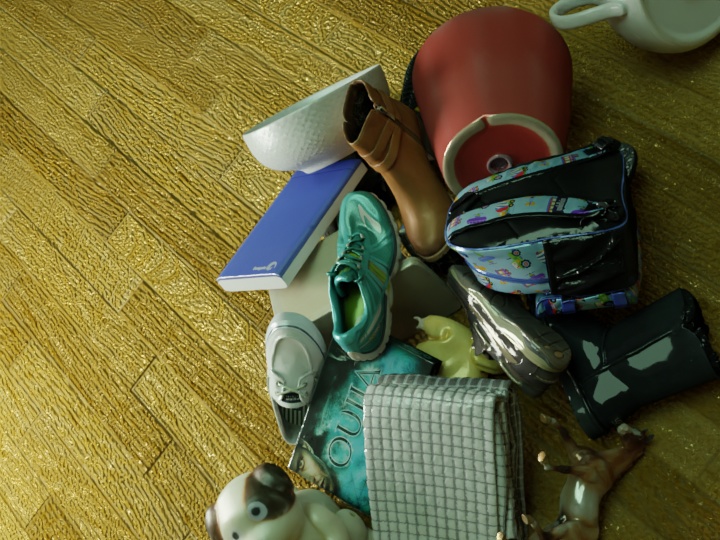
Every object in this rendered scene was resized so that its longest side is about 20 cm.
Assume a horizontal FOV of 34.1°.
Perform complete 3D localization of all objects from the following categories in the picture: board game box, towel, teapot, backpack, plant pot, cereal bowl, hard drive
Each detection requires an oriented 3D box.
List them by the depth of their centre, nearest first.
[{"bbox_3d":[0.197,-0.038,1.273,0.197,0.136,0.183,-10,31,16],"label":"backpack"},{"bbox_3d":[0.095,0.214,1.275,0.164,0.085,0.203,1,105,27],"label":"towel"},{"bbox_3d":[0.002,0.171,1.379,0.134,0.028,0.202,24,102,25],"label":"board game box"},{"bbox_3d":[0.161,-0.180,1.390,0.199,0.201,0.179,-23,40,22],"label":"plant pot"},{"bbox_3d":[0.348,-0.354,1.405,0.146,0.198,0.200,27,100,61],"label":"teapot"},{"bbox_3d":[-0.087,-0.058,1.490,0.131,0.025,0.201,-4,44,48],"label":"hard drive"},{"bbox_3d":[-0.046,-0.183,1.499,0.198,0.084,0.200,-27,10,5],"label":"cereal bowl"}]

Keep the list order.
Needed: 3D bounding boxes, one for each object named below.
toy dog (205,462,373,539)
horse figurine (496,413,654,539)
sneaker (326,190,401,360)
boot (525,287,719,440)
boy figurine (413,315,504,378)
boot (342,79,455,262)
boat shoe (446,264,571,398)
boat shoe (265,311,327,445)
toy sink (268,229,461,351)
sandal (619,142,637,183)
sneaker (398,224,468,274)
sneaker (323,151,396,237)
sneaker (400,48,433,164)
[{"bbox_3d":[-0.079,0.290,1.322,0.139,0.200,0.195,-31,52,16],"label":"toy dog"},{"bbox_3d":[0.216,0.240,1.216,0.050,0.132,0.202,10,79,58],"label":"horse figurine"},{"bbox_3d":[0.000,0.000,1.335,0.077,0.080,0.203,-10,69,25],"label":"sneaker"},{"bbox_3d":[0.286,0.064,1.277,0.167,0.076,0.202,-32,55,18],"label":"boot"},{"bbox_3d":[0.100,0.107,1.382,0.198,0.064,0.126,-25,79,19],"label":"boy figurine"},{"bbox_3d":[0.045,-0.121,1.385,0.076,0.155,0.202,-18,60,29],"label":"boot"},{"bbox_3d":[0.147,0.065,1.290,0.200,0.074,0.074,50,122,47],"label":"boat shoe"},{"bbox_3d":[-0.075,0.136,1.414,0.072,0.201,0.067,1,48,9],"label":"boat shoe"},{"bbox_3d":[0.003,0.021,1.459,0.199,0.130,0.113,-30,52,18],"label":"toy sink"},{"bbox_3d":[0.270,-0.056,1.383,0.075,0.045,0.202,29,98,46],"label":"sandal"},{"bbox_3d":[0.141,-0.056,1.459,0.198,0.079,0.091,-8,43,27],"label":"sneaker"},{"bbox_3d":[-0.002,-0.139,1.587,0.113,0.076,0.202,-18,60,23],"label":"sneaker"},{"bbox_3d":[0.079,-0.204,1.557,0.069,0.090,0.202,15,68,-1],"label":"sneaker"}]
